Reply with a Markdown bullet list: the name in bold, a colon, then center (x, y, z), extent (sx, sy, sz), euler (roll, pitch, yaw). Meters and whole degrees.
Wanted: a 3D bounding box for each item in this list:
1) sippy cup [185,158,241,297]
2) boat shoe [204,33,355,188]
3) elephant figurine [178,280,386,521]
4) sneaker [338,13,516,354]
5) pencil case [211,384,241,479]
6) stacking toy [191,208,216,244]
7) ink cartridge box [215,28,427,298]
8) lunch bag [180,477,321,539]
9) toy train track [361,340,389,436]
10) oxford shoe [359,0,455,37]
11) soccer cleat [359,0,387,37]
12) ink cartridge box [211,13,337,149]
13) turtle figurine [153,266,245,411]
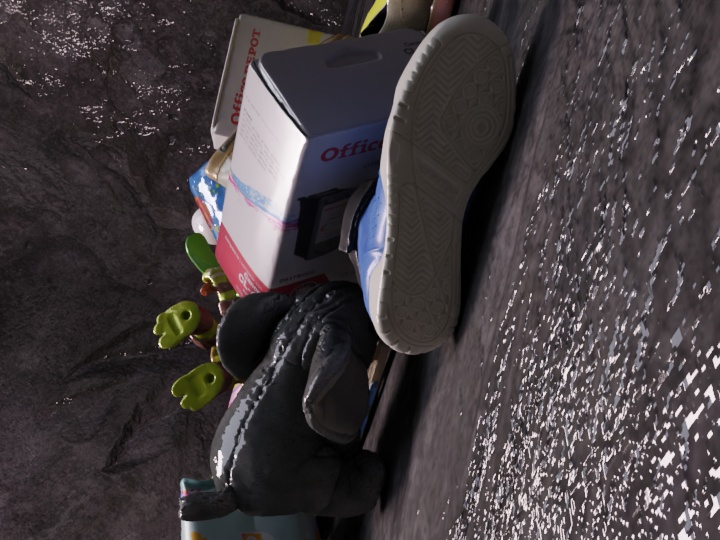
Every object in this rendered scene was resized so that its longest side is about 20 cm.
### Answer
- **sippy cup**: center (-0.089, -0.059, 0.896), extent (0.178, 0.131, 0.140), euler (-34, 5, -4)
- **boat shoe**: center (-0.066, -0.143, 0.813), extent (0.072, 0.076, 0.200), euler (94, -159, -49)
- **elephant figurine**: center (-0.037, 0.069, 0.688), extent (0.155, 0.141, 0.201), euler (-81, 2, -73)
- **sneaker**: center (0.036, -0.060, 0.590), extent (0.111, 0.076, 0.201), euler (-124, 39, -68)
- **pencil case**: center (-0.098, 0.176, 0.961), extent (0.087, 0.087, 0.201), euler (159, 123, -82)
- **stacking toy**: center (-0.111, -0.031, 1.122), extent (0.146, 0.199, 0.147), euler (16, -90, -74)
- **ink cartridge box**: center (-0.018, -0.067, 0.711), extent (0.086, 0.147, 0.200), euler (56, 147, 26)
- **lunch bag**: center (-0.088, 0.274, 0.794), extent (0.200, 0.121, 0.171), euler (97, 165, -61)
- **toy train track**: center (-0.012, 0.131, 0.823), extent (0.115, 0.032, 0.200), euler (-88, 11, -55)
- **oxford shoe**: center (0.031, -0.201, 0.892), extent (0.071, 0.074, 0.200), euler (-87, 11, -47)
- **soccer cleat**: center (0.039, -0.250, 0.966), extent (0.084, 0.064, 0.201), euler (-90, 14, -50)
- **ink cartridge box**: center (-0.059, -0.194, 1.089), extent (0.083, 0.199, 0.146), euler (141, 141, -79)
- **turtle figurine**: center (-0.104, 0.082, 0.787), extent (0.161, 0.064, 0.201), euler (27, -126, -74)
